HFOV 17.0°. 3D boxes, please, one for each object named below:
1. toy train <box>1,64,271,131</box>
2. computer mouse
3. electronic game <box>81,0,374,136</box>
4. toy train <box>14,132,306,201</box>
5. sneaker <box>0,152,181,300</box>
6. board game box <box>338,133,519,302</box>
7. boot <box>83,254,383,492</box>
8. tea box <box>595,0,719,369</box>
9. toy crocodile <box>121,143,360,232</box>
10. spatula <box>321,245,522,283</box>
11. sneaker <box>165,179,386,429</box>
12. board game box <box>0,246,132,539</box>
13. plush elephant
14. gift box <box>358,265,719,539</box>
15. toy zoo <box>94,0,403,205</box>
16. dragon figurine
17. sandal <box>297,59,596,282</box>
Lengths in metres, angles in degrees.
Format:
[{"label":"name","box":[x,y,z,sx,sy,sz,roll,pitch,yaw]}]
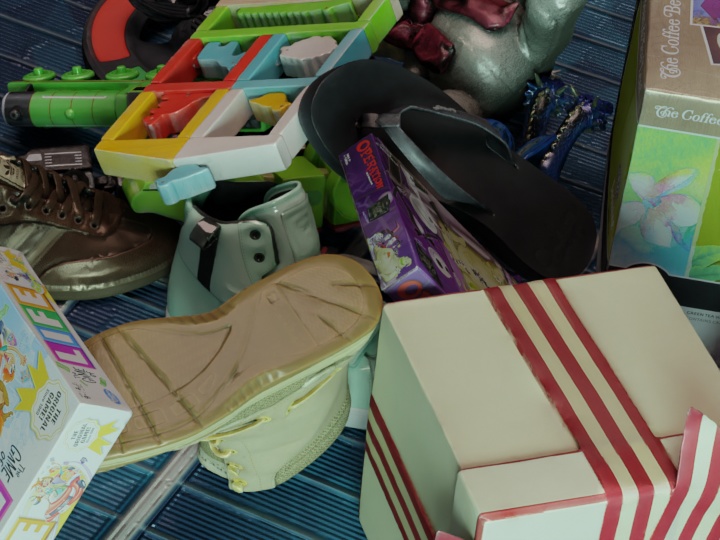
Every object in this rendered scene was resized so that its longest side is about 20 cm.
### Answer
[{"label":"toy train","box":[-0.140,-0.106,1.531,0.199,0.042,0.056,0,20,21]},{"label":"computer mouse","box":[-0.079,-0.150,1.578,0.200,0.059,0.034,38,25,28]},{"label":"electronic game","box":[-0.089,-0.152,1.636,0.199,0.042,0.200,4,40,-3]},{"label":"toy train","box":[-0.125,-0.064,1.523,0.199,0.034,0.046,-4,58,-13]},{"label":"sneaker","box":[-0.204,-0.032,1.447,0.199,0.076,0.071,0,39,-7]},{"label":"board game box","box":[0.065,0.021,1.345,0.032,0.200,0.120,-32,41,17]},{"label":"boot","box":[-0.087,0.076,1.277,0.200,0.156,0.073,-26,68,-19]},{"label":"tea box","box":[0.222,-0.078,1.463,0.133,0.197,0.200,8,40,3]},{"label":"toy crocodile","box":[-0.048,-0.046,1.483,0.199,0.062,0.068,-3,23,-20]},{"label":"spatula","box":[0.000,0.000,1.478,0.199,0.021,0.057,12,33,9]},{"label":"sneaker","box":[-0.021,0.015,1.379,0.200,0.118,0.074,18,41,15]},{"label":"board game box","box":[-0.202,0.105,1.194,0.034,0.200,0.134,15,25,-44]},{"label":"plush elephant","box":[0.053,-0.171,1.556,0.155,0.165,0.200,47,9,10]},{"label":"gift box","box":[0.098,0.114,1.219,0.184,0.200,0.187,-12,43,-13]},{"label":"toy zoo","box":[-0.072,-0.105,1.438,0.131,0.021,0.200,1,37,32]},{"label":"dragon figurine","box":[0.087,-0.058,1.480,0.059,0.100,0.200,19,28,31]},{"label":"sandal","box":[0.058,-0.063,1.396,0.200,0.043,0.076,28,69,-17]}]
